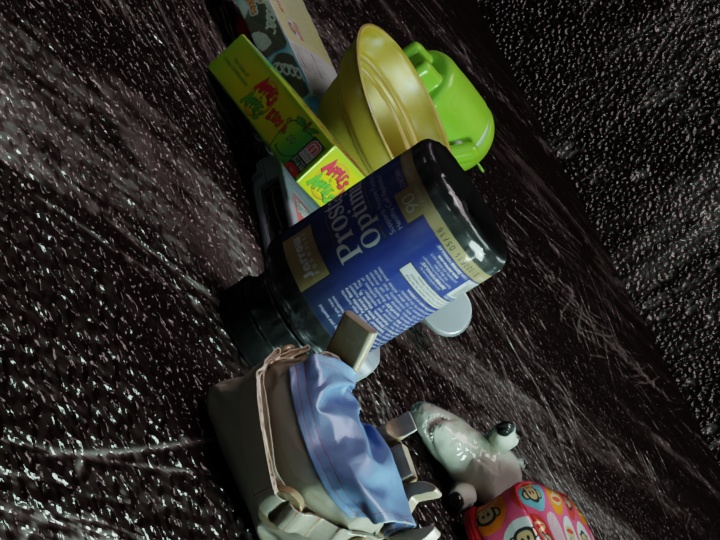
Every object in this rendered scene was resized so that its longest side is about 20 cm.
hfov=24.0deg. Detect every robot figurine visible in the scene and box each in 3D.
[{"bbox_3d":[0.102,-0.207,2.220,0.200,0.115,0.176,45,14,-43],"label":"robot figurine"}]

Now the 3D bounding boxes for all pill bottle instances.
[{"bbox_3d":[0.000,0.000,1.252,0.112,0.199,0.112,53,14,-19],"label":"pill bottle"}]

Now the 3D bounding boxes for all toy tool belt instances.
[{"bbox_3d":[-0.009,0.137,1.092,0.201,0.122,0.125,64,15,21],"label":"toy tool belt"}]

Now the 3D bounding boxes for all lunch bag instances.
[{"bbox_3d":[0.177,0.285,1.505,0.200,0.082,0.177,31,30,-62],"label":"lunch bag"}]

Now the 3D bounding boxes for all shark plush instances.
[{"bbox_3d":[0.114,0.173,1.571,0.083,0.091,0.200,31,2,33],"label":"shark plush"}]

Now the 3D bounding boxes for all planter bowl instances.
[{"bbox_3d":[0.013,-0.130,1.641,0.201,0.083,0.202,52,25,-37],"label":"planter bowl"}]

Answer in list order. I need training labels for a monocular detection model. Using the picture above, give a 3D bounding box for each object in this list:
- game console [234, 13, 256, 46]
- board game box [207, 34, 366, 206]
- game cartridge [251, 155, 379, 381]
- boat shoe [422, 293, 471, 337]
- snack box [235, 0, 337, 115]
[{"bbox_3d":[-0.060,-0.168,1.756,0.200,0.031,0.178,48,17,-35],"label":"game console"},{"bbox_3d":[-0.057,-0.123,1.534,0.102,0.048,0.200,45,5,-46],"label":"board game box"},{"bbox_3d":[-0.037,0.001,1.470,0.133,0.041,0.201,53,15,-37],"label":"game cartridge"},{"bbox_3d":[0.041,-0.018,1.728,0.200,0.070,0.066,50,-10,-5],"label":"boat shoe"},{"bbox_3d":[-0.076,-0.238,1.722,0.116,0.037,0.201,23,41,-65],"label":"snack box"}]
